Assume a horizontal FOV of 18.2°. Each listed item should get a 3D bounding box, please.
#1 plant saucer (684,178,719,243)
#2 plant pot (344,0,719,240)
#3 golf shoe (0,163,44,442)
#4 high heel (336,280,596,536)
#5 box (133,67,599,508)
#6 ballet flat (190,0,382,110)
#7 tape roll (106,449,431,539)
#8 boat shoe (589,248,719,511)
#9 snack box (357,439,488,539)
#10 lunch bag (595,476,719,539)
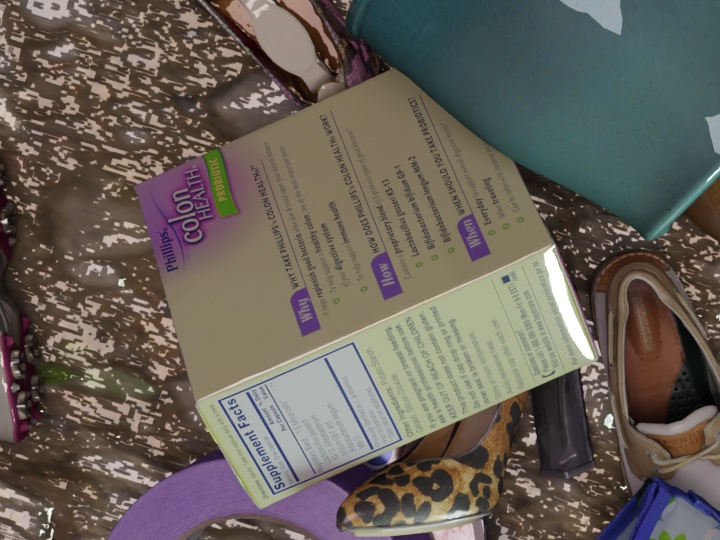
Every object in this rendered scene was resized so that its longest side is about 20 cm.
[{"bbox_3d":[0.252,-0.073,1.209,0.199,0.036,0.201,5,125,8],"label":"plant saucer"},{"bbox_3d":[0.127,-0.126,1.117,0.188,0.200,0.200,45,97,6],"label":"plant pot"},{"bbox_3d":[-0.242,0.004,1.295,0.091,0.075,0.201,-8,92,10],"label":"golf shoe"},{"bbox_3d":[0.048,0.061,1.225,0.071,0.199,0.143,-4,99,46],"label":"high heel"},{"bbox_3d":[0.000,0.000,1.203,0.199,0.176,0.097,-24,134,2],"label":"box"},{"bbox_3d":[-0.064,-0.161,1.265,0.069,0.071,0.200,-42,89,8],"label":"ballet flat"},{"bbox_3d":[-0.052,0.199,1.277,0.199,0.066,0.201,1,96,14],"label":"tape roll"},{"bbox_3d":[0.175,0.088,1.258,0.074,0.068,0.201,-22,93,5],"label":"boat shoe"},{"bbox_3d":[0.037,0.151,1.299,0.071,0.024,0.201,-9,93,8],"label":"snack box"},{"bbox_3d":[0.176,0.237,1.235,0.170,0.127,0.201,32,94,-9],"label":"lunch bag"}]
